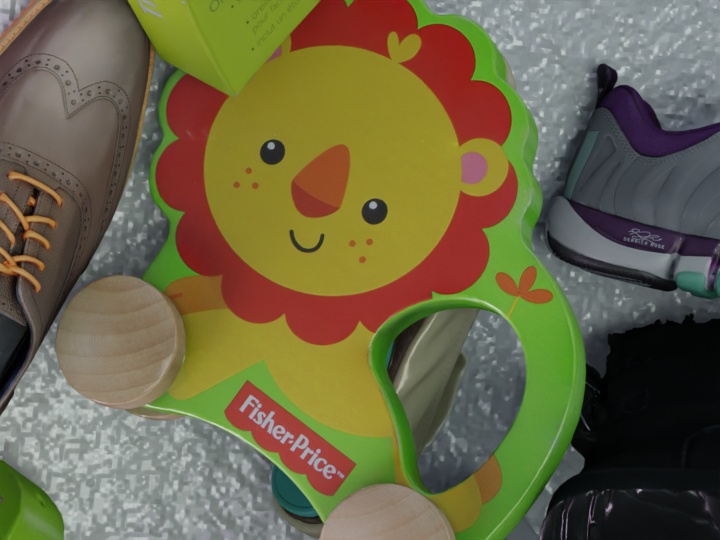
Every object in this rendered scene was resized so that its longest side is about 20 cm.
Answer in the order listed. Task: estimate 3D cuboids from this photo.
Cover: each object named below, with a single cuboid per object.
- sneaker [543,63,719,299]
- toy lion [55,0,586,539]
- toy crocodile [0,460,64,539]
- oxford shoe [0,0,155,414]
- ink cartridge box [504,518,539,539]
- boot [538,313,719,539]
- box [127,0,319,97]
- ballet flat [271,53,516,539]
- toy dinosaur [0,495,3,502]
[{"bbox_3d":[0.174,-0.023,0.834,0.200,0.074,0.088,15,89,13],"label":"sneaker"},{"bbox_3d":[0.000,0.000,0.780,0.200,0.069,0.192,38,90,16],"label":"toy lion"},{"bbox_3d":[-0.177,0.161,0.799,0.200,0.062,0.068,-57,148,5],"label":"toy crocodile"},{"bbox_3d":[-0.121,-0.012,0.772,0.071,0.073,0.200,22,93,-22],"label":"oxford shoe"},{"bbox_3d":[0.083,0.189,0.809,0.057,0.200,0.163,-20,114,-5],"label":"ink cartridge box"},{"bbox_3d":[0.165,0.075,0.800,0.198,0.162,0.073,2,110,17],"label":"boot"},{"bbox_3d":[-0.050,-0.166,0.713,0.122,0.048,0.200,-50,146,-18],"label":"box"},{"bbox_3d":[0.024,0.012,0.840,0.069,0.069,0.200,22,96,-22],"label":"ballet flat"},{"bbox_3d":[-0.190,0.105,0.727,0.086,0.200,0.136,-21,139,-43],"label":"toy dinosaur"}]
